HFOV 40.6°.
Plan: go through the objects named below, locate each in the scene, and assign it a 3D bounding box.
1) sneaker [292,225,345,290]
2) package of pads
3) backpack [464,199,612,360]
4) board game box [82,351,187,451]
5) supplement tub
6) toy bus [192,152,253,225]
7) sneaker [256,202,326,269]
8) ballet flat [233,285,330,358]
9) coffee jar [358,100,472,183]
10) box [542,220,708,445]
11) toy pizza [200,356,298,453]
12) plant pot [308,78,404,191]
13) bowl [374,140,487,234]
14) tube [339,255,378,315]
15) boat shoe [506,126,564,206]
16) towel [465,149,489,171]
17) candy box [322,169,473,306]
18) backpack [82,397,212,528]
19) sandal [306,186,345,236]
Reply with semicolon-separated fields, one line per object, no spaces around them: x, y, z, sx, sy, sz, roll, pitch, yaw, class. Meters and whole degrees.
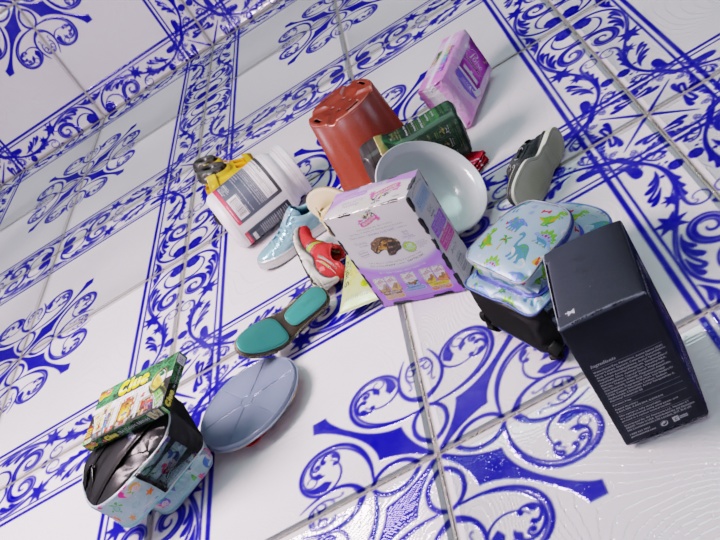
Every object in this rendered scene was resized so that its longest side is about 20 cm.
-0.071;-0.027;1.826;0.084;0.078;0.201;-25;36;-3;sneaker
0.196;-0.385;1.986;0.075;0.121;0.201;-18;33;38;package of pads
0.260;-0.010;1.348;0.200;0.148;0.182;-41;31;-15;backpack
-0.351;0.204;1.507;0.199;0.023;0.106;-28;33;32;board game box
-0.218;-0.160;2.089;0.199;0.141;0.140;-39;29;-5;supplement tub
-0.279;-0.215;2.263;0.190;0.137;0.200;-25;25;-8;toy bus
-0.139;-0.088;1.960;0.199;0.082;0.074;-39;28;-4;sneaker
-0.133;0.103;1.689;0.199;0.076;0.068;-36;69;-24;ballet flat
0.100;-0.226;1.808;0.198;0.105;0.086;-26;36;4;coffee jar
0.304;0.072;1.124;0.103;0.201;0.149;-25;31;18;box
-0.179;0.224;1.603;0.199;0.032;0.201;-28;29;17;toy pizza
0.008;-0.257;1.928;0.199;0.196;0.202;-27;30;17;plant pot
0.112;-0.118;1.677;0.202;0.199;0.091;-61;-4;-38;bowl
0.000;0.000;1.718;0.201;0.051;0.058;-88;19;-51;tube
0.279;-0.169;1.633;0.066;0.075;0.200;-10;38;42;boat shoe
0.138;-0.152;1.815;0.144;0.023;0.200;7;51;53;towel
0.063;-0.047;1.558;0.166;0.201;0.072;-12;36;35;candy box
-0.342;0.301;1.541;0.200;0.151;0.177;-47;32;-5;backpack
-0.031;-0.092;1.743;0.210;0.078;0.070;17;42;30;sandal
